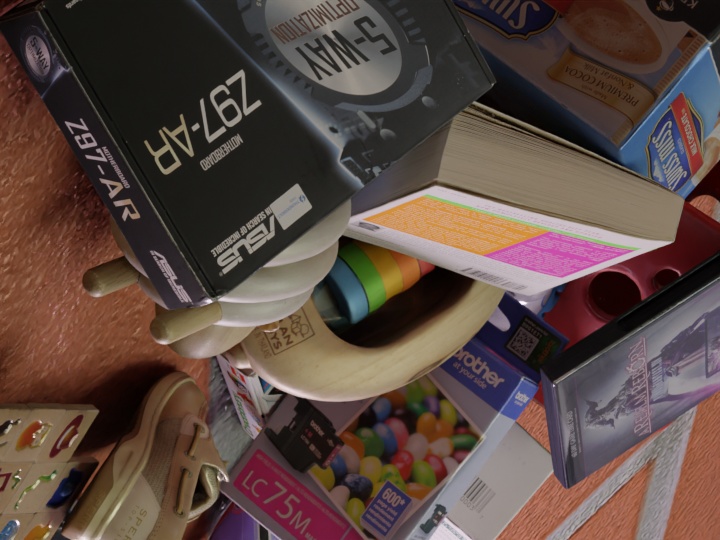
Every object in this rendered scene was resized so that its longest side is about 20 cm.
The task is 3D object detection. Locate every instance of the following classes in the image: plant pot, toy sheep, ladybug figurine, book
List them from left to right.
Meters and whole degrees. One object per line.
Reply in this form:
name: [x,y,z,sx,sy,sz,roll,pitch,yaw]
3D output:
toy sheep: [-0.067,-0.043,1.427,0.138,0.138,0.200,-26,140,-47]
ladybug figurine: [0.000,0.000,1.646,0.200,0.136,0.072,-29,-171,-24]
book: [0.071,-0.030,1.523,0.200,0.133,0.048,156,-49,-69]
plant pot: [0.173,-0.009,1.864,0.200,0.200,0.183,-14,145,-57]

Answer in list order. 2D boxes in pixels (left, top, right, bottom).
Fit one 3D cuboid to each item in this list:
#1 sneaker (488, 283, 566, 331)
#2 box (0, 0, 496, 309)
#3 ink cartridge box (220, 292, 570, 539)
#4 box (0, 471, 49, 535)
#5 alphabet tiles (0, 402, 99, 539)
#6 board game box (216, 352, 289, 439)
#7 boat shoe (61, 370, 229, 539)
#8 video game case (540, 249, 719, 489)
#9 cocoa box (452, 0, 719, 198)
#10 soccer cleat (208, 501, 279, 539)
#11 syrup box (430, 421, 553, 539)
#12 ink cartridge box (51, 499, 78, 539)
sneaker: [0.106,-0.024,1.727,0.200,0.075,0.087,-48,171,24]
box: [-0.050,-0.102,1.343,0.200,0.160,0.043,-38,-164,-30]
ink cartridge box: [0.020,0.087,1.703,0.200,0.119,0.042,-53,157,2]
box: [-0.244,0.166,1.497,0.200,0.049,0.082,-50,158,-5]
alphabet tiles: [-0.211,0.150,1.461,0.200,0.008,0.167,-57,157,12]
board game box: [-0.003,0.012,1.753,0.200,0.035,0.126,-46,158,-15]
boat shoe: [-0.110,0.115,1.589,0.072,0.065,0.200,-58,-179,16]
video game case: [0.199,0.045,1.742,0.200,0.019,0.143,-33,151,-12]
cocoa box: [0.113,-0.140,1.530,0.131,0.200,0.133,-48,157,-8]
soccer cleat: [-0.036,0.117,1.830,0.200,0.067,0.076,-44,128,-6]
syrup box: [0.055,0.137,1.898,0.081,0.079,0.200,-48,-177,-15]
ink cartridge box: [-0.210,0.221,1.655,0.200,0.043,0.198,-54,159,7]
